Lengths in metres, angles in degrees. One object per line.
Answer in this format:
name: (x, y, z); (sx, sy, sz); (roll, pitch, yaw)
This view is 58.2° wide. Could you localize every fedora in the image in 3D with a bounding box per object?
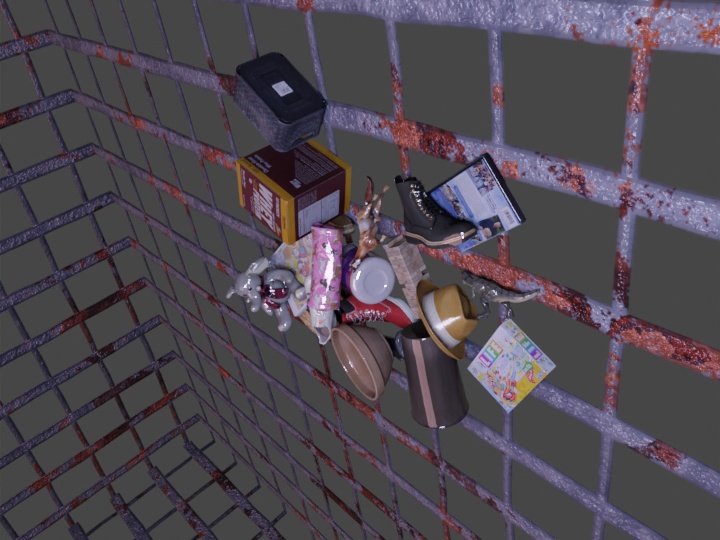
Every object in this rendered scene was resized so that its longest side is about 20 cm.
fedora: (0.194, 0.089, 1.365); (0.081, 0.200, 0.202); (-33, 89, 23)

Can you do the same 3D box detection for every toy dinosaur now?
toy dinosaur: (0.273, 0.058, 1.310); (0.198, 0.047, 0.090); (17, 124, 44)

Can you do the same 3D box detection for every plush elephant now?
plush elephant: (-0.255, 0.049, 1.682); (0.165, 0.153, 0.202); (-50, 62, 41)

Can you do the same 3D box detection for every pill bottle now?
pill bottle: (0.000, 0.000, 1.561); (0.200, 0.111, 0.114); (38, 150, 64)

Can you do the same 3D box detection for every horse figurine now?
horse figurine: (0.021, -0.108, 1.450); (0.133, 0.049, 0.203); (129, 148, -54)

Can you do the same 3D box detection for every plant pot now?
plant pot: (0.018, 0.205, 1.571); (0.201, 0.092, 0.202); (50, 158, 28)

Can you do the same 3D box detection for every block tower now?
block tower: (0.123, 0.018, 1.482); (0.057, 0.054, 0.202); (-9, 110, 57)

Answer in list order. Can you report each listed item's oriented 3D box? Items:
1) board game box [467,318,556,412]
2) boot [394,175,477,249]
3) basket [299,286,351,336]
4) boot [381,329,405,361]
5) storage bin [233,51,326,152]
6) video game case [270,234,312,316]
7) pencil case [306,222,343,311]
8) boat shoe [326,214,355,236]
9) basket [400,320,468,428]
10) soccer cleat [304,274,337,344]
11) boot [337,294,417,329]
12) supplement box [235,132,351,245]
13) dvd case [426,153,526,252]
board game box: (0.318, 0.207, 1.386); (0.135, 0.034, 0.201); (47, 148, 19)
boot: (0.138, -0.122, 1.286); (0.199, 0.077, 0.140); (6, 118, 54)
basket: (-0.098, 0.072, 1.766); (0.201, 0.142, 0.149); (54, 150, 6)
boot: (0.086, 0.183, 1.623); (0.164, 0.066, 0.199); (40, 165, -35)
storage bin: (-0.187, -0.389, 1.485); (0.200, 0.134, 0.094); (48, 148, 16)
video game case: (-0.155, -0.005, 1.693); (0.200, 0.023, 0.184); (-42, 66, 43)
pencil case: (-0.083, -0.007, 1.515); (0.085, 0.083, 0.204); (6, 96, 11)
boat shoe: (-0.087, -0.140, 1.639); (0.199, 0.071, 0.077); (21, 122, 46)
basket: (0.164, 0.225, 1.476); (0.181, 0.134, 0.203); (-90, -12, -75)
soccer cleat: (-0.098, 0.098, 1.617); (0.068, 0.078, 0.202); (2, 132, 19)
boot: (0.036, 0.118, 1.611); (0.199, 0.143, 0.073); (34, 142, 34)
supplement box: (-0.159, -0.202, 1.551); (0.197, 0.199, 0.134); (38, 145, 29)
dvd case: (0.218, -0.125, 1.248); (0.144, 0.017, 0.199); (60, 151, -1)
